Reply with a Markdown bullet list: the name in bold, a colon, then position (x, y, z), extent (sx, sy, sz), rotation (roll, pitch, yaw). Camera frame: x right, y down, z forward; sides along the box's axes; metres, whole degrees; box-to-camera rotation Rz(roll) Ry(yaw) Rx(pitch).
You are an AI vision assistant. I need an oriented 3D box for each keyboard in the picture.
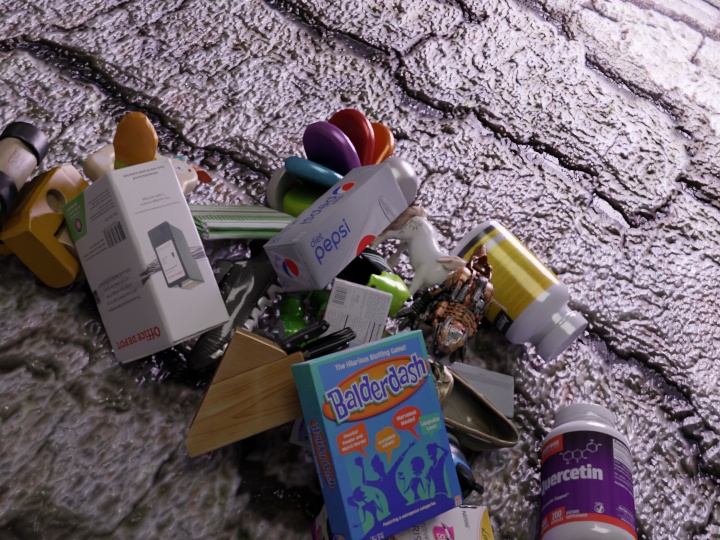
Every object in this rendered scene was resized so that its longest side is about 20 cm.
- **keyboard**: position (0.126, 0.146, 1.256), extent (0.200, 0.011, 0.056), rotation (17, 72, -34)

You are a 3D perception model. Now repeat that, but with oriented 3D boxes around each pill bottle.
- **pill bottle**: position (0.220, 0.031, 1.377), extent (0.112, 0.112, 0.200), rotation (-28, 66, -39)
- **pill bottle**: position (0.277, 0.265, 1.199), extent (0.112, 0.113, 0.200), rotation (18, 46, -9)

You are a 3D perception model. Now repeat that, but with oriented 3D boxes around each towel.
- **towel**: position (-0.159, -0.064, 1.267), extent (0.152, 0.023, 0.200), rotation (-1, 11, -26)

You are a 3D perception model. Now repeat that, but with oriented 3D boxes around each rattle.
- **rattle**: position (-0.252, -0.160, 1.275), extent (0.130, 0.143, 0.200), rotation (29, 29, 31)

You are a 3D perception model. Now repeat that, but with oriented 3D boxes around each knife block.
- **knife block**: position (-0.082, 0.142, 1.100), extent (0.175, 0.064, 0.201), rotation (25, 88, -6)

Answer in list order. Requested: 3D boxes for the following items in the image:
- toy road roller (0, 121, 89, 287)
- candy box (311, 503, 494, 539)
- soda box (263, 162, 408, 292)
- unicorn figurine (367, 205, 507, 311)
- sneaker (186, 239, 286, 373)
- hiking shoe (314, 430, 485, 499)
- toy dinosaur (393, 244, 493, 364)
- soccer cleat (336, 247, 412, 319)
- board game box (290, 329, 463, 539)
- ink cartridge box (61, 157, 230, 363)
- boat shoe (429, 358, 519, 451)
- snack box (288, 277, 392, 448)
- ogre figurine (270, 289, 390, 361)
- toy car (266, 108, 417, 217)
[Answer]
- **toy road roller**: position (-0.418, -0.070, 1.190), extent (0.200, 0.146, 0.123), rotation (51, 36, -31)
- **candy box**: position (0.054, 0.330, 1.077), extent (0.199, 0.061, 0.137), rotation (6, 49, -20)
- **soda box**: position (-0.026, -0.055, 1.197), extent (0.200, 0.063, 0.068), rotation (-44, 118, -41)
- **unicorn figurine**: position (0.089, -0.006, 1.338), extent (0.074, 0.137, 0.200), rotation (18, 45, -64)
- **sneaker**: position (-0.158, 0.035, 1.203), extent (0.091, 0.066, 0.200), rotation (46, 63, -11)
- **hiking shoe**: position (0.046, 0.236, 1.133), extent (0.199, 0.075, 0.087), rotation (-6, 35, -28)
- **toy dinosaur**: position (0.127, 0.042, 1.212), extent (0.102, 0.136, 0.200), rotation (48, 47, 10)
- **soccer cleat**: position (0.000, 0.000, 1.276), extent (0.081, 0.068, 0.200), rotation (37, 0, -28)
- **board game box**: position (0.020, 0.179, 1.055), extent (0.152, 0.045, 0.201), rotation (-14, 90, -33)
- **ink cartridge box**: position (-0.249, -0.008, 1.123), extent (0.084, 0.145, 0.201), rotation (-21, 91, -40)
- **boat shoe**: position (0.113, 0.160, 1.196), extent (0.201, 0.063, 0.073), rotation (42, 61, -25)
- **snack box**: position (-0.024, 0.114, 1.150), extent (0.072, 0.201, 0.024), rotation (16, 4, -6)
- **ogre figurine**: position (-0.030, 0.084, 1.231), extent (0.200, 0.098, 0.120), rotation (44, 35, 1)
- **toy car**: position (-0.029, -0.143, 1.355), extent (0.175, 0.150, 0.200), rotation (22, 43, 37)
